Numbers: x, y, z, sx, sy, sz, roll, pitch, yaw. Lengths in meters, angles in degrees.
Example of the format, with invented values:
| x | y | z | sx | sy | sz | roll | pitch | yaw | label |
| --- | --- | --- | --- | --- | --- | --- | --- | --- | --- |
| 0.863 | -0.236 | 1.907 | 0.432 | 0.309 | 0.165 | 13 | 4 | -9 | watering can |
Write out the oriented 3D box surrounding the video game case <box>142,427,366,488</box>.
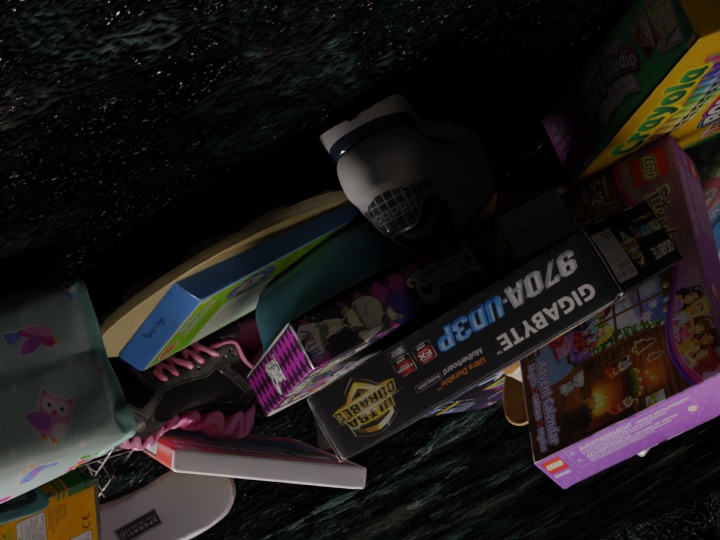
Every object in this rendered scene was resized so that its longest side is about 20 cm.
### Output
| x | y | z | sx | sy | sz | roll | pitch | yaw | label |
| --- | --- | --- | --- | --- | --- | --- | --- | --- | --- |
| -0.090 | 0.138 | 1.430 | 0.142 | 0.018 | 0.200 | 7 | 179 | -17 | video game case |

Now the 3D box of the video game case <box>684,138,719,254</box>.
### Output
| x | y | z | sx | sy | sz | roll | pitch | yaw | label |
| --- | --- | --- | --- | --- | --- | --- | --- | --- | --- |
| 0.216 | -0.036 | 1.335 | 0.143 | 0.018 | 0.200 | -52 | -167 | 0 | video game case |

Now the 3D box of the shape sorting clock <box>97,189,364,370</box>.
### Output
| x | y | z | sx | sy | sz | roll | pitch | yaw | label |
| --- | --- | --- | --- | --- | --- | --- | --- | --- | --- |
| -0.083 | 0.001 | 1.211 | 0.199 | 0.039 | 0.200 | -33 | 174 | -4 | shape sorting clock |

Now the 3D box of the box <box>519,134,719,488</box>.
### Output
| x | y | z | sx | sy | sz | roll | pitch | yaw | label |
| --- | --- | --- | --- | --- | --- | --- | --- | --- | --- |
| 0.163 | 0.023 | 1.205 | 0.136 | 0.201 | 0.039 | -29 | 132 | 24 | box |

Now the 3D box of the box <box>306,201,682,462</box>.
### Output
| x | y | z | sx | sy | sz | roll | pitch | yaw | label |
| --- | --- | --- | --- | --- | --- | --- | --- | --- | --- |
| 0.082 | 0.034 | 1.129 | 0.199 | 0.046 | 0.159 | -33 | 175 | 22 | box |

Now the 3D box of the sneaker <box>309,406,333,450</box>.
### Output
| x | y | z | sx | sy | sz | roll | pitch | yaw | label |
| --- | --- | --- | --- | --- | --- | --- | --- | --- | --- |
| -0.003 | 0.072 | 1.504 | 0.073 | 0.088 | 0.200 | -14 | -170 | 15 | sneaker |

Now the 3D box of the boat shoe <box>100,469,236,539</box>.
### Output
| x | y | z | sx | sy | sz | roll | pitch | yaw | label |
| --- | --- | --- | --- | --- | --- | --- | --- | --- | --- |
| -0.187 | 0.204 | 1.451 | 0.199 | 0.069 | 0.057 | -23 | 174 | -5 | boat shoe |

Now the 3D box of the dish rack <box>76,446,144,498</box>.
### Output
| x | y | z | sx | sy | sz | roll | pitch | yaw | label |
| --- | --- | --- | --- | --- | --- | --- | --- | --- | --- |
| -0.247 | 0.154 | 1.424 | 0.153 | 0.055 | 0.200 | -17 | 160 | -34 | dish rack |

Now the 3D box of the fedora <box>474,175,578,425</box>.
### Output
| x | y | z | sx | sy | sz | roll | pitch | yaw | label |
| --- | --- | --- | --- | --- | --- | --- | --- | --- | --- |
| 0.116 | 0.008 | 1.369 | 0.081 | 0.202 | 0.201 | 17 | 150 | -12 | fedora |

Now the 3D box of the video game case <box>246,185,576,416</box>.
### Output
| x | y | z | sx | sy | sz | roll | pitch | yaw | label |
| --- | --- | --- | --- | --- | --- | --- | --- | --- | --- |
| 0.025 | 0.023 | 1.172 | 0.181 | 0.036 | 0.200 | -28 | 174 | -16 | video game case |

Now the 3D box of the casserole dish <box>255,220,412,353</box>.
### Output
| x | y | z | sx | sy | sz | roll | pitch | yaw | label |
| --- | --- | --- | --- | --- | --- | --- | --- | --- | --- |
| 0.000 | 0.000 | 1.264 | 0.121 | 0.039 | 0.200 | -37 | 172 | 28 | casserole dish |

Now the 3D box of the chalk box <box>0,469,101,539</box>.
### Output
| x | y | z | sx | sy | sz | roll | pitch | yaw | label |
| --- | --- | --- | --- | --- | --- | --- | --- | --- | --- |
| -0.281 | 0.188 | 1.251 | 0.199 | 0.126 | 0.124 | 10 | -161 | 35 | chalk box |

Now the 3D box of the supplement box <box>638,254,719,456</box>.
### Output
| x | y | z | sx | sy | sz | roll | pitch | yaw | label |
| --- | --- | --- | --- | --- | --- | --- | --- | --- | --- |
| 0.223 | 0.022 | 1.446 | 0.103 | 0.101 | 0.200 | 34 | 95 | -31 | supplement box |

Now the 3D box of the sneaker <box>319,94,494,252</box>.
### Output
| x | y | z | sx | sy | sz | roll | pitch | yaw | label |
| --- | --- | --- | --- | --- | --- | --- | --- | --- | --- |
| 0.039 | -0.047 | 1.180 | 0.076 | 0.081 | 0.200 | -33 | 164 | 19 | sneaker |

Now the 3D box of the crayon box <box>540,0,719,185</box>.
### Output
| x | y | z | sx | sy | sz | roll | pitch | yaw | label |
| --- | --- | --- | --- | --- | --- | --- | --- | --- | --- |
| 0.231 | -0.140 | 1.217 | 0.172 | 0.059 | 0.200 | -19 | 164 | -23 | crayon box |

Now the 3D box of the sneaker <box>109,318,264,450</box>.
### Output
| x | y | z | sx | sy | sz | roll | pitch | yaw | label |
| --- | --- | --- | --- | --- | --- | --- | --- | --- | --- |
| -0.127 | 0.068 | 1.330 | 0.096 | 0.079 | 0.200 | -55 | 155 | 20 | sneaker |

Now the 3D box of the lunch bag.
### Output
| x | y | z | sx | sy | sz | roll | pitch | yaw | label |
| --- | --- | --- | --- | --- | --- | --- | --- | --- | --- |
| -0.254 | 0.098 | 1.118 | 0.170 | 0.123 | 0.200 | -16 | 170 | -39 | lunch bag |

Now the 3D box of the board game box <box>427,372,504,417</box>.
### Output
| x | y | z | sx | sy | sz | roll | pitch | yaw | label |
| --- | --- | --- | --- | --- | --- | --- | --- | --- | --- |
| 0.131 | 0.063 | 1.706 | 0.200 | 0.057 | 0.165 | -36 | 160 | 33 | board game box |
